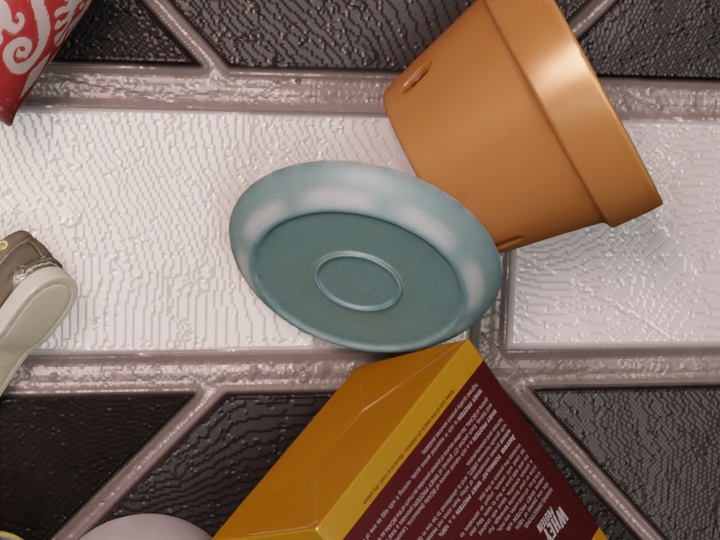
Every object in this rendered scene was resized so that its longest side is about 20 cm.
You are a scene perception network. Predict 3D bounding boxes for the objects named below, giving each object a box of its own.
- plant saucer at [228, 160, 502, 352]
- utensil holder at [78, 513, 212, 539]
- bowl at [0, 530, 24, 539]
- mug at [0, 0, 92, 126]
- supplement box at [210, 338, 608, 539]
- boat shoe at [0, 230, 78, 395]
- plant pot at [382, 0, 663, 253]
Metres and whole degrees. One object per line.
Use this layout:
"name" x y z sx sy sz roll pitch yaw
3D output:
"plant saucer" 0.000 0.000 1.108 0.199 0.200 0.028 27 51 -15
"utensil holder" -0.143 0.275 1.102 0.168 0.200 0.172 -2 100 -12
"bowl" -0.329 0.239 1.092 0.200 0.094 0.202 -36 146 -30
"mug" -0.241 -0.229 1.038 0.177 0.133 0.201 39 86 -17
"supplement box" 0.041 0.197 1.124 0.201 0.132 0.197 54 53 -15
"boat shoe" -0.283 0.060 1.108 0.202 0.072 0.060 -47 65 10
"plant pot" 0.108 -0.101 1.116 0.139 0.200 0.201 -30 105 10
